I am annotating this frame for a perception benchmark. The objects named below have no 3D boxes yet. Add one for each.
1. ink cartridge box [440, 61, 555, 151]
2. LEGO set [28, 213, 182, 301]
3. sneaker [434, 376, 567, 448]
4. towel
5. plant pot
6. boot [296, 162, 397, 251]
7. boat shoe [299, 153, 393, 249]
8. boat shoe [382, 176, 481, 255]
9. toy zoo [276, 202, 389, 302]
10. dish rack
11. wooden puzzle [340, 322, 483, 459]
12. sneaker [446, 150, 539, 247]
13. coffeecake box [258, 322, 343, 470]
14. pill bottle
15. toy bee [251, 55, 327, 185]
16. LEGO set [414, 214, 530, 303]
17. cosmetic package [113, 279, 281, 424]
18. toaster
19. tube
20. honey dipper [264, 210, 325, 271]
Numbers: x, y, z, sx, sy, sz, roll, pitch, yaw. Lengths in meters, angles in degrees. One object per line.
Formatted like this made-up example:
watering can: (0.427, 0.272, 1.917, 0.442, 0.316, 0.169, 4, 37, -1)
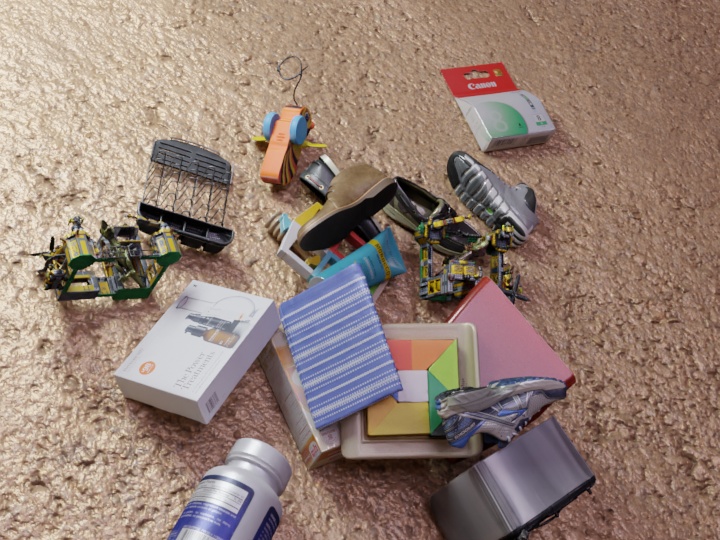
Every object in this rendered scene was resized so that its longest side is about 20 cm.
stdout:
ink cartridge box: (0.262, -0.326, 1.992, 0.158, 0.050, 0.203, -11, 66, -29)
LEGO set: (-0.361, -0.038, 1.479, 0.197, 0.154, 0.117, -8, 61, -31)
sneaker: (0.193, 0.193, 1.412, 0.196, 0.077, 0.087, -8, 89, -20)
towel: (-0.030, 0.105, 1.457, 0.024, 0.143, 0.203, 30, 37, -59)
plant pot: (0.166, 0.168, 1.553, 0.175, 0.201, 0.201, -36, 76, -21)
boot: (-0.036, -0.101, 1.641, 0.199, 0.074, 0.075, -36, 66, -30)
boat shoe: (-0.021, -0.095, 1.715, 0.063, 0.074, 0.202, -39, 86, -8)
boat shoe: (0.125, -0.090, 1.768, 0.197, 0.065, 0.074, 27, 50, -6)
toy zoo: (-0.047, -0.023, 1.644, 0.199, 0.020, 0.132, 40, 46, -4)
dish rack: (-0.267, -0.127, 1.626, 0.151, 0.055, 0.203, 17, 53, -19)
wooden puzzle: (0.069, 0.164, 1.444, 0.196, 0.037, 0.189, -2, 75, 1)
sneaker: (0.244, -0.143, 1.857, 0.201, 0.075, 0.115, 52, 49, 1)
coffeecake box: (-0.043, 0.166, 1.527, 0.151, 0.073, 0.202, -15, 66, -29)
pill bottle: (-0.169, 0.324, 1.343, 0.118, 0.120, 0.201, 31, 52, -1)
toy bee: (-0.106, -0.232, 1.737, 0.130, 0.109, 0.202, 32, 91, 23)
LEGO set: (0.185, -0.015, 1.680, 0.197, 0.115, 0.157, 14, 77, -22)
cosmetic package: (-0.225, 0.108, 1.458, 0.148, 0.052, 0.201, 10, 46, 29)
toaster: (0.215, 0.312, 1.465, 0.179, 0.200, 0.120, -24, 75, -32)
tube: (0.000, 0.000, 1.615, 0.199, 0.050, 0.079, -30, 105, -46)
honey dipper: (-0.072, -0.012, 1.656, 0.200, 0.038, 0.038, 45, 53, 6)
